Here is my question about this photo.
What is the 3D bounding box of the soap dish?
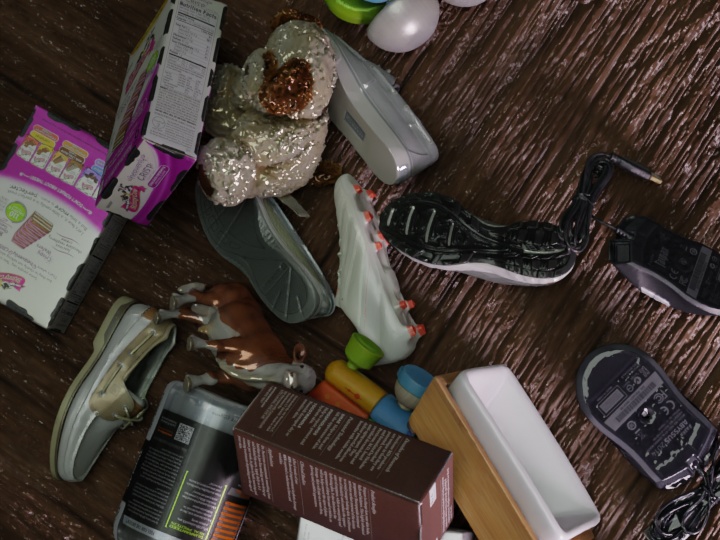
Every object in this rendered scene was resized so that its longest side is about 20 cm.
[{"bbox_3d":[0.137,0.190,1.651,0.081,0.157,0.201,-35,77,20],"label":"soap dish"}]

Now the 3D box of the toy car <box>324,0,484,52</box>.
[{"bbox_3d":[0.042,-0.336,1.743,0.200,0.150,0.175,-34,78,3],"label":"toy car"}]

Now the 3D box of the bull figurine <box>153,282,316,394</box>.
[{"bbox_3d":[-0.125,0.074,1.702,0.121,0.200,0.065,4,117,-27],"label":"bull figurine"}]

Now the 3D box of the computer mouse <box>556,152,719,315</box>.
[{"bbox_3d":[0.290,-0.033,1.707,0.199,0.046,0.141,24,55,-6],"label":"computer mouse"}]

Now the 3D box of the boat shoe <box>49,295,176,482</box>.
[{"bbox_3d":[-0.254,0.129,1.760,0.068,0.075,0.201,20,84,17],"label":"boat shoe"}]

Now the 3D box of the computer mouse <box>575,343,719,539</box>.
[{"bbox_3d":[0.285,0.159,1.681,0.138,0.053,0.200,-39,90,0],"label":"computer mouse"}]

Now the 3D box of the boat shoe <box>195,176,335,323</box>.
[{"bbox_3d":[-0.099,-0.031,1.771,0.074,0.065,0.202,-46,71,20],"label":"boat shoe"}]

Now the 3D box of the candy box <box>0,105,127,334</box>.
[{"bbox_3d":[-0.327,-0.053,1.807,0.136,0.061,0.201,29,86,12],"label":"candy box"}]

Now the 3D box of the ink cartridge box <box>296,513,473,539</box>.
[{"bbox_3d":[0.044,0.278,1.666,0.199,0.116,0.068,7,84,10],"label":"ink cartridge box"}]

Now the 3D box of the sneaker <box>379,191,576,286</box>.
[{"bbox_3d":[0.114,-0.022,1.715,0.199,0.079,0.074,15,74,6],"label":"sneaker"}]

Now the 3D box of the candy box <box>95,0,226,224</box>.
[{"bbox_3d":[-0.200,-0.167,1.723,0.061,0.136,0.201,21,54,-19],"label":"candy box"}]

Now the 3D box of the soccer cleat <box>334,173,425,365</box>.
[{"bbox_3d":[0.000,0.000,1.743,0.077,0.069,0.201,-23,77,20],"label":"soccer cleat"}]

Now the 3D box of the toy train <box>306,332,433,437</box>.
[{"bbox_3d":[-0.022,0.109,1.706,0.200,0.085,0.116,37,105,18],"label":"toy train"}]

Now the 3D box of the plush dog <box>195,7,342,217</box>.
[{"bbox_3d":[-0.075,-0.168,1.719,0.160,0.201,0.172,13,127,-12],"label":"plush dog"}]

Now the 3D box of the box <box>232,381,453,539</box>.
[{"bbox_3d":[-0.015,0.188,1.597,0.199,0.100,0.075,21,50,22],"label":"box"}]

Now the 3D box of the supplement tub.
[{"bbox_3d":[-0.170,0.221,1.707,0.122,0.123,0.201,20,85,12],"label":"supplement tub"}]

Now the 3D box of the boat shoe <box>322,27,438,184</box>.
[{"bbox_3d":[0.011,-0.178,1.769,0.068,0.072,0.200,-22,58,-27],"label":"boat shoe"}]
